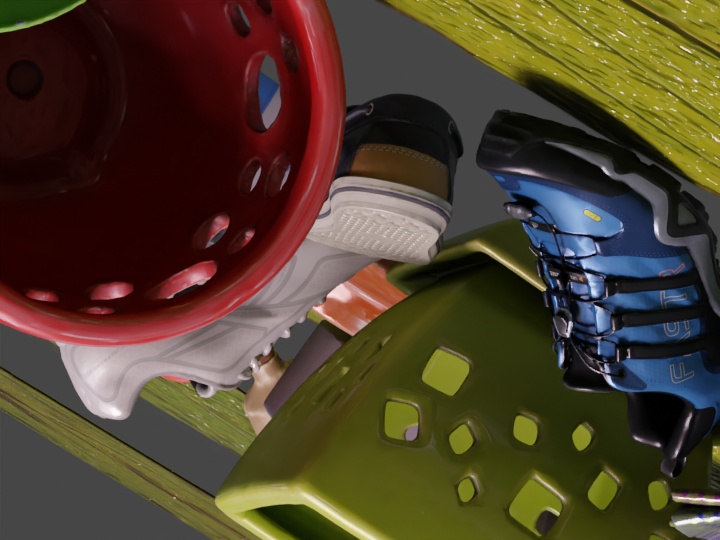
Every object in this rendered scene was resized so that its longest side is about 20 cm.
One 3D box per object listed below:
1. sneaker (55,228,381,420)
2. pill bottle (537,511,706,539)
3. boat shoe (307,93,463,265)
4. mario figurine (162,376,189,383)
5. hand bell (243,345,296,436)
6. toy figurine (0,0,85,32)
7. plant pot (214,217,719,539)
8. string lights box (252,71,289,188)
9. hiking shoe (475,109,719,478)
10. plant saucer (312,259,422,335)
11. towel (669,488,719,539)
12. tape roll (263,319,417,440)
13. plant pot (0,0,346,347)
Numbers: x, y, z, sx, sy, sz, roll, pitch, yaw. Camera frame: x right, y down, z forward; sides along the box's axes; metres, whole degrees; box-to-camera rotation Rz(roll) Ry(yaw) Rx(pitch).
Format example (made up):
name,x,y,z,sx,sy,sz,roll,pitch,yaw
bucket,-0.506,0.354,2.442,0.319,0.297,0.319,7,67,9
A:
name,x,y,z,sx,sy,sz,roll,pitch,yaw
sneaker,-0.060,0.015,1.477,0.075,0.200,0.081,171,81,-78
pill bottle,0.169,0.187,1.637,0.200,0.111,0.111,12,163,12
boat shoe,0.009,-0.041,1.355,0.075,0.062,0.200,13,172,-6
mario figurine,-0.098,-0.009,1.715,0.106,0.124,0.200,-6,158,14
hand bell,-0.068,0.047,1.876,0.104,0.104,0.200,13,139,57
toy figurine,-0.181,-0.202,1.097,0.184,0.150,0.200,30,150,57
plant pot,0.070,0.088,1.436,0.199,0.182,0.200,34,168,-9
string lights box,-0.123,-0.103,1.445,0.200,0.059,0.103,35,167,-15
hiking shoe,0.110,0.009,1.245,0.200,0.087,0.074,41,165,-36
plant saucer,0.000,0.000,1.619,0.200,0.032,0.200,30,167,8
towel,0.240,0.124,1.331,0.144,0.023,0.200,1,169,29
tape roll,0.039,0.113,1.774,0.200,0.066,0.200,36,-177,-3
plant pot,-0.130,-0.075,1.252,0.200,0.200,0.182,37,170,-22
